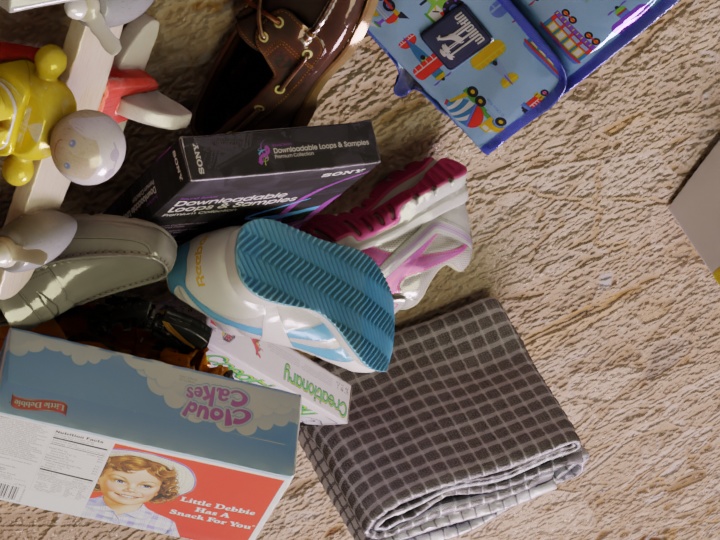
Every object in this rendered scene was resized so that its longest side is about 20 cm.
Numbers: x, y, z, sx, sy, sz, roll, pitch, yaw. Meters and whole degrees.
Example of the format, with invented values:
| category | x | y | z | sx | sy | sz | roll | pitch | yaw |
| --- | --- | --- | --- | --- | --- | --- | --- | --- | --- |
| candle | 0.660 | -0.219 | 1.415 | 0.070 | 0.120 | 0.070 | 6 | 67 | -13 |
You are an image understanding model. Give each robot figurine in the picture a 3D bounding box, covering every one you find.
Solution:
| category | x | y | z | sx | sy | sz | roll | pitch | yaw |
| --- | --- | --- | --- | --- | --- | --- | --- | --- | --- |
| robot figurine | -0.186 | 0.067 | 1.722 | 0.199 | 0.058 | 0.145 | 9 | 144 | 10 |

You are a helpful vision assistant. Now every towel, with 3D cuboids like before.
| category | x | y | z | sx | sy | sz | roll | pitch | yaw |
| --- | --- | --- | --- | --- | --- | --- | --- | --- | --- |
| towel | 0.060 | 0.120 | 1.967 | 0.199 | 0.166 | 0.086 | -21 | 139 | -15 |

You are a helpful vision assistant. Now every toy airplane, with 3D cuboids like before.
| category | x | y | z | sx | sy | sz | roll | pitch | yaw |
| --- | --- | --- | --- | --- | --- | --- | --- | --- | --- |
| toy airplane | -0.179 | -0.094 | 1.525 | 0.199 | 0.141 | 0.200 | -38 | 138 | -13 |

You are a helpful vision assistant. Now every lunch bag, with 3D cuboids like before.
| category | x | y | z | sx | sy | sz | roll | pitch | yaw |
| --- | --- | --- | --- | --- | --- | --- | --- | --- | --- |
| lunch bag | 0.090 | -0.182 | 1.622 | 0.151 | 0.094 | 0.200 | 44 | 118 | -10 |

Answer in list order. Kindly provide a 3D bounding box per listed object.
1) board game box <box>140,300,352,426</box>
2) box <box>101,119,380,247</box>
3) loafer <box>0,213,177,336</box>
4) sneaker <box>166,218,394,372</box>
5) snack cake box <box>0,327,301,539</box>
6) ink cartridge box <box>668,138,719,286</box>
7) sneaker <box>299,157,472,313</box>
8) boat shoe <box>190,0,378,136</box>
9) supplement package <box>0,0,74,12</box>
| category | x | y | z | sx | sy | sz | roll | pitch | yaw |
| --- | --- | --- | --- | --- | --- | --- | --- | --- | --- |
| board game box | -0.109 | 0.071 | 1.831 | 0.126 | 0.035 | 0.200 | -5 | 158 | 30 |
| box | -0.093 | -0.044 | 1.686 | 0.143 | 0.036 | 0.200 | -8 | 163 | -30 |
| loafer | -0.214 | 0.011 | 1.641 | 0.199 | 0.070 | 0.070 | -11 | 148 | 15 |
| sneaker | -0.048 | 0.018 | 1.723 | 0.081 | 0.077 | 0.200 | -9 | 153 | 35 |
| snack cake box | -0.150 | 0.113 | 1.659 | 0.199 | 0.067 | 0.115 | 14 | 143 | -13 |
| ink cartridge box | 0.374 | -0.026 | 1.987 | 0.146 | 0.200 | 0.146 | 2 | 136 | -39 |
| sneaker | 0.000 | 0.000 | 1.812 | 0.199 | 0.081 | 0.088 | -26 | 112 | -6 |
| boat shoe | -0.048 | -0.149 | 1.620 | 0.070 | 0.071 | 0.200 | 0 | 137 | -31 |
| supplement package | -0.126 | -0.225 | 1.393 | 0.199 | 0.117 | 0.117 | -12 | 115 | -26 |
